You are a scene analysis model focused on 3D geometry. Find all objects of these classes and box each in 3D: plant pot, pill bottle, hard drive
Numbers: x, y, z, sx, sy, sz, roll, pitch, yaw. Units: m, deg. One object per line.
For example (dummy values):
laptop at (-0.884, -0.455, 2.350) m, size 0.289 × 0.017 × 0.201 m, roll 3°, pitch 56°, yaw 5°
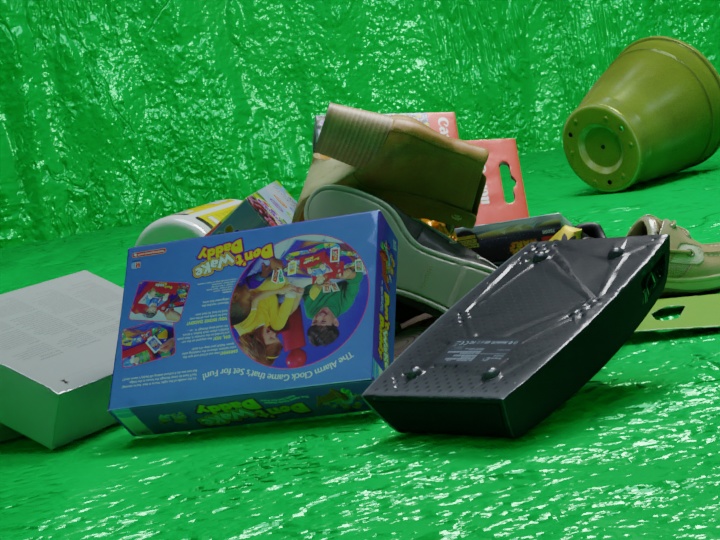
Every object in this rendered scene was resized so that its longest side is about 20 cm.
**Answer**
plant pot at (0.386, -0.204, 2.388) m, size 0.199 × 0.202 × 0.192 m, roll -3°, pitch 21°, yaw 44°
pill bottle at (-0.159, -0.017, 1.862) m, size 0.111 × 0.114 × 0.200 m, roll -7°, pitch 7°, yaw 23°
hard drive at (0.107, 0.042, 1.090) m, size 0.134 × 0.043 × 0.200 m, roll -3°, pitch 28°, yaw 45°

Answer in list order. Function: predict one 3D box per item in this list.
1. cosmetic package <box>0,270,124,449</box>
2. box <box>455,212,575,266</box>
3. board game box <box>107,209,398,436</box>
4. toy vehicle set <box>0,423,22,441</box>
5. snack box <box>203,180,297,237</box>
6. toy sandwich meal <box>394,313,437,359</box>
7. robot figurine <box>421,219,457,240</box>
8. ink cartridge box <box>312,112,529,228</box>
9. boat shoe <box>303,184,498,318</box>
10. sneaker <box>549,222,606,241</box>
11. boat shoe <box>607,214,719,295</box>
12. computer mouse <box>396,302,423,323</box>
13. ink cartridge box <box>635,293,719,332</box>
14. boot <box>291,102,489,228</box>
cosmetic package at (-0.228, 0.065, 1.326) m, size 0.150 × 0.052 × 0.199 m, roll 20°, pitch 21°, yaw 28°
box at (0.106, -0.011, 1.583) m, size 0.198 × 0.040 × 0.137 m, roll -8°, pitch -10°, yaw 18°
board game box at (-0.075, 0.039, 1.203) m, size 0.198 × 0.136 × 0.045 m, roll -7°, pitch -31°, yaw 18°
toy vehicle set at (-0.357, 0.129, 1.311) m, size 0.199 × 0.027 × 0.124 m, roll -14°, pitch 8°, yaw -28°
snack box at (-0.127, 0.004, 1.522) m, size 0.169 × 0.068 × 0.200 m, roll -43°, pitch 1°, yaw 8°
toy sandwich meal at (-0.018, 0.046, 1.315) m, size 0.203 × 0.071 × 0.205 m, roll -10°, pitch 7°, yaw 1°
robot figurine at (0.000, 0.000, 1.476) m, size 0.199 × 0.059 × 0.145 m, roll -22°, pitch 16°, yaw 27°
ink cartridge box at (0.058, -0.091, 1.568) m, size 0.198 × 0.110 × 0.051 m, roll -2°, pitch -32°, yaw -8°
boat shoe at (0.044, -0.003, 1.309) m, size 0.199 × 0.067 × 0.057 m, roll 29°, pitch 0°, yaw 21°
sneaker at (0.149, 0.015, 1.238) m, size 0.069 × 0.091 × 0.200 m, roll -7°, pitch 7°, yaw 21°
boat shoe at (0.250, -0.014, 1.413) m, size 0.198 × 0.066 × 0.072 m, roll -7°, pitch 4°, yaw -22°
computer mouse at (0.113, 0.012, 1.504) m, size 0.198 × 0.046 × 0.140 m, roll -6°, pitch 9°, yaw 31°
ink cartridge box at (0.299, -0.008, 1.274) m, size 0.198 × 0.077 × 0.148 m, roll -6°, pitch 7°, yaw 17°
boot at (0.024, -0.058, 1.377) m, size 0.143 × 0.071 × 0.201 m, roll 19°, pitch -28°, yaw -2°
